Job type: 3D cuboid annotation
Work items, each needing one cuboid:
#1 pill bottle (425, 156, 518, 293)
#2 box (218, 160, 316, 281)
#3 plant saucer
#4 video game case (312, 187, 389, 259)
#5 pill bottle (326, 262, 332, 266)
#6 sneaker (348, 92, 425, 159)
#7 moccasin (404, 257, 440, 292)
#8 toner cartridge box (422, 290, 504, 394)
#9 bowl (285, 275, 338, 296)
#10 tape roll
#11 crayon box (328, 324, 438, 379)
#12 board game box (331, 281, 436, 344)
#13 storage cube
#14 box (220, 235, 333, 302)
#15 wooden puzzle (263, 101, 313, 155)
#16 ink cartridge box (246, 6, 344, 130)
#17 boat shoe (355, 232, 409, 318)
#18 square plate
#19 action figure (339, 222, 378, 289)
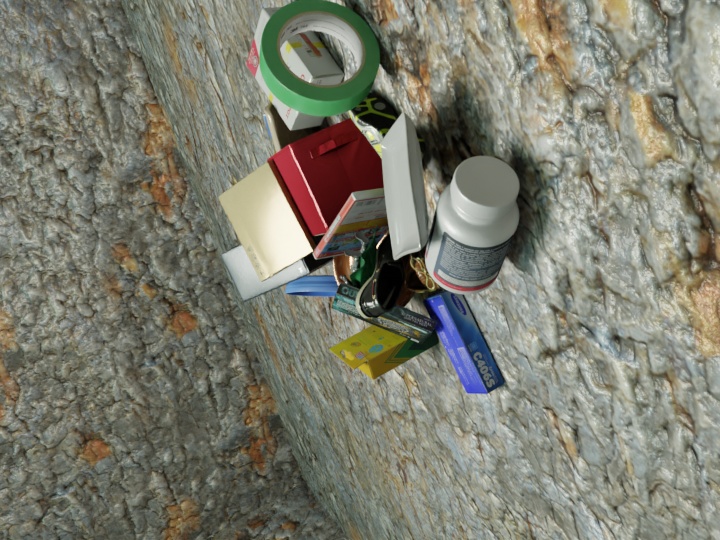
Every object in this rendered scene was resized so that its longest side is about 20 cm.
[{"bbox_3d":[0.166,-0.066,1.095,0.120,0.119,0.200,55,158,26],"label":"pill bottle"},{"bbox_3d":[-0.190,-0.097,1.513,0.163,0.021,0.201,-28,89,35],"label":"box"},{"bbox_3d":[0.034,-0.007,1.537,0.199,0.037,0.202,11,112,30],"label":"plant saucer"},{"bbox_3d":[0.008,-0.089,1.389,0.018,0.142,0.200,64,145,21],"label":"video game case"},{"bbox_3d":[-0.110,-0.112,1.783,0.201,0.119,0.119,68,161,-8],"label":"pill bottle"},{"bbox_3d":[0.036,-0.237,1.313,0.200,0.075,0.077,54,157,31],"label":"sneaker"},{"bbox_3d":[0.130,0.001,1.355,0.074,0.077,0.201,65,161,-1],"label":"moccasin"},{"bbox_3d":[0.192,0.133,1.409,0.201,0.043,0.095,64,161,0],"label":"toner cartridge box"},{"bbox_3d":[-0.081,0.038,1.795,0.200,0.199,0.040,164,107,-71],"label":"bowl"},{"bbox_3d":[-0.068,-0.356,1.246,0.201,0.200,0.048,60,160,12],"label":"tape roll"},{"bbox_3d":[0.048,0.159,1.581,0.127,0.199,0.051,29,141,59],"label":"crayon box"},{"bbox_3d":[0.043,0.085,1.463,0.199,0.028,0.135,22,164,0],"label":"board game box"},{"bbox_3d":[-0.056,-0.183,1.478,0.181,0.170,0.200,65,160,-7],"label":"storage cube"},{"bbox_3d":[-0.161,-0.042,1.648,0.199,0.196,0.125,-22,98,31],"label":"box"},{"bbox_3d":[-0.156,-0.295,1.618,0.200,0.046,0.186,-65,-32,-53],"label":"wooden puzzle"},{"bbox_3d":[-0.134,-0.402,1.490,0.201,0.083,0.145,57,142,21],"label":"ink cartridge box"},{"bbox_3d":[0.058,0.001,1.389,0.063,0.202,0.074,-16,128,46],"label":"boat shoe"},{"bbox_3d":[0.069,-0.124,1.159,0.198,0.028,0.202,155,109,-81],"label":"square plate"},{"bbox_3d":[0.000,0.000,1.456,0.054,0.118,0.200,26,156,14],"label":"action figure"}]
